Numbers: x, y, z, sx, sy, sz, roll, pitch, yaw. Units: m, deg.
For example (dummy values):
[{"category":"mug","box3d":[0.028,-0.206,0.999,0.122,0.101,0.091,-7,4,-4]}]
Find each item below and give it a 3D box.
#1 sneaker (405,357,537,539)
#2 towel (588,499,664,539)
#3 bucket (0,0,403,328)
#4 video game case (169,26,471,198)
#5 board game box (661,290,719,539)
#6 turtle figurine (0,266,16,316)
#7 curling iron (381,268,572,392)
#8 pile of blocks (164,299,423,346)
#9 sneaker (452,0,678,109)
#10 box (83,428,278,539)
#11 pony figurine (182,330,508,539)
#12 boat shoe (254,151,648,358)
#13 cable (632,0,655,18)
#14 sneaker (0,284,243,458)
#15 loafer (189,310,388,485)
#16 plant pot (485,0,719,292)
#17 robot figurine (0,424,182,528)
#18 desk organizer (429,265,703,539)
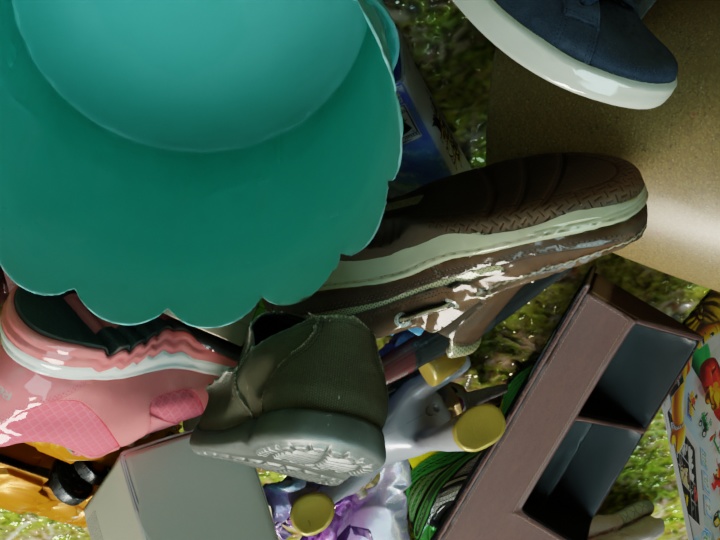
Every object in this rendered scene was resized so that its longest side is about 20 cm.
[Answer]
[{"category":"sneaker","box3d":[0.110,0.119,1.145,0.078,0.086,0.200,28,129,-33]},{"category":"towel","box3d":[0.085,0.211,1.227,0.200,0.032,0.191,-33,163,30]},{"category":"bucket","box3d":[-0.079,-0.090,0.810,0.205,0.135,0.208,1,126,1]},{"category":"video game case","box3d":[-0.037,-0.025,0.991,0.199,0.046,0.182,-18,139,14]},{"category":"board game box","box3d":[0.224,0.098,1.042,0.034,0.201,0.127,12,137,-19]},{"category":"turtle figurine","box3d":[-0.226,0.028,0.955,0.194,0.144,0.201,29,95,-47]},{"category":"curling iron","box3d":[0.049,0.027,0.966,0.049,0.200,0.026,-16,103,53]},{"category":"pile of blocks","box3d":[0.000,0.000,0.934,0.198,0.062,0.083,-2,100,2]},{"category":"sneaker","box3d":[0.066,-0.154,0.765,0.200,0.075,0.085,43,119,10]},{"category":"box","box3d":[-0.103,0.144,1.022,0.068,0.083,0.200,-16,171,-18]},{"category":"pony figurine","box3d":[-0.002,0.107,1.052,0.192,0.167,0.200,-27,174,2]},{"category":"boat shoe","box3d":[0.045,0.000,0.848,0.201,0.075,0.075,-9,113,33]},{"category":"cable","box3d":[0.137,-0.161,0.813,0.199,0.098,0.050,-25,140,20]},{"category":"sneaker","box3d":[-0.118,0.054,0.940,0.199,0.074,0.087,9,120,-50]},{"category":"loafer","box3d":[-0.027,0.058,0.850,0.075,0.070,0.200,15,169,-17]},{"category":"plant pot","box3d":[0.165,-0.073,0.876,0.198,0.187,0.187,7,141,12]},{"category":"robot figurine","box3d":[-0.214,0.089,1.093,0.199,0.058,0.145,28,129,-34]},{"category":"desk organizer","box3d":[0.114,0.106,1.054,0.077,0.072,0.201,30,103,5]}]
